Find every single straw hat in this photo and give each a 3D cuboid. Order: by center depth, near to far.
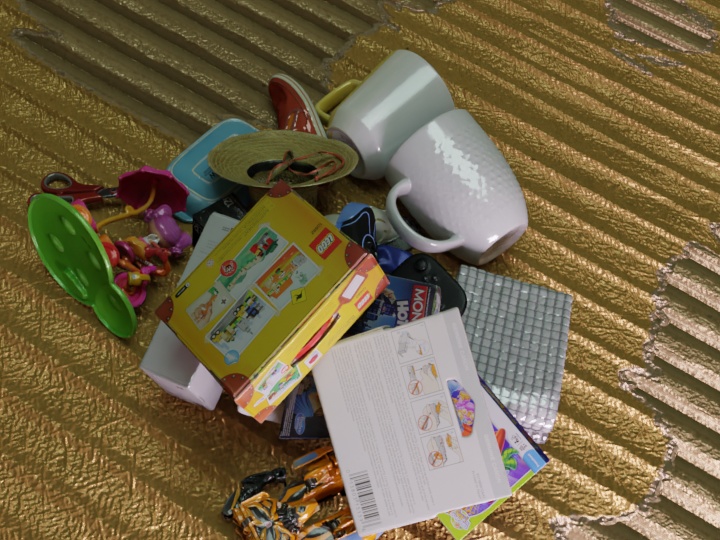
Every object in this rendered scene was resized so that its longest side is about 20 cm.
[{"bbox_3d":[-0.102,-0.111,1.350,0.197,0.086,0.202,1,30,0],"label":"straw hat"}]

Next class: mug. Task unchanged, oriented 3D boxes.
[{"bbox_3d":[0.121,-0.093,1.367,0.198,0.148,0.176,-26,71,-33],"label":"mug"},{"bbox_3d":[0.026,-0.206,1.463,0.153,0.186,0.150,-39,103,-23],"label":"mug"}]

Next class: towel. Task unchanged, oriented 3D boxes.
[{"bbox_3d":[0.168,0.105,1.274,0.163,0.086,0.202,14,54,2],"label":"towel"}]

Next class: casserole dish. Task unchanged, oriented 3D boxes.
[{"bbox_3d":[-0.191,-0.143,1.412,0.120,0.039,0.200,33,56,14],"label":"casserole dish"}]

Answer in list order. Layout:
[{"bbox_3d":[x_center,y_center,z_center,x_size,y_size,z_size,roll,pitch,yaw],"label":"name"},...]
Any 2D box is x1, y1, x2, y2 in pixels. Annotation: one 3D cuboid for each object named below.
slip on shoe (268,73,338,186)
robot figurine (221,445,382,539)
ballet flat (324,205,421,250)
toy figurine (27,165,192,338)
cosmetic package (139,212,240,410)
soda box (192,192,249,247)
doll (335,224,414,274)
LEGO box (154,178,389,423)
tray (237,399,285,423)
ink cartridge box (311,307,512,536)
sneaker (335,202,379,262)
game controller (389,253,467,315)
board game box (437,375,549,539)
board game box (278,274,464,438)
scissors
[{"bbox_3d":[-0.094,-0.201,1.456,0.060,0.074,0.202,-16,63,-18],"label":"slip on shoe"},{"bbox_3d":[-0.053,0.265,1.124,0.198,0.059,0.146,-21,59,-25],"label":"robot figurine"},{"bbox_3d":[-0.005,-0.051,1.362,0.197,0.073,0.073,-9,56,-18],"label":"ballet flat"},{"bbox_3d":[-0.280,-0.046,1.275,0.201,0.150,0.184,52,51,0],"label":"toy figurine"},{"bbox_3d":[-0.173,0.049,1.191,0.073,0.102,0.202,19,71,17],"label":"cosmetic package"},{"bbox_3d":[-0.133,-0.002,1.303,0.070,0.064,0.200,-31,65,-28],"label":"soda box"},{"bbox_3d":[0.000,0.000,1.308,0.197,0.048,0.138,20,75,-10],"label":"doll"},{"bbox_3d":[-0.093,0.029,1.071,0.200,0.077,0.149,-46,60,-6],"label":"LEGO box"},{"bbox_3d":[-0.081,0.078,1.201,0.106,0.022,0.203,21,71,-39],"label":"tray"},{"bbox_3d":[0.052,0.156,1.066,0.171,0.043,0.203,-17,85,14],"label":"ink cartridge box"},{"bbox_3d":[0.002,0.013,1.225,0.077,0.070,0.203,1,70,30],"label":"sneaker"},{"bbox_3d":[0.036,0.073,1.242,0.200,0.042,0.104,-44,56,-1],"label":"game controller"},{"bbox_3d":[0.099,0.182,1.160,0.134,0.045,0.201,-43,76,9],"label":"board game box"},{"bbox_3d":[0.025,0.106,1.127,0.197,0.062,0.204,12,93,15],"label":"board game box"},{"bbox_3d":[-0.338,-0.096,1.346,0.196,0.014,0.074,5,48,4],"label":"scissors"}]
